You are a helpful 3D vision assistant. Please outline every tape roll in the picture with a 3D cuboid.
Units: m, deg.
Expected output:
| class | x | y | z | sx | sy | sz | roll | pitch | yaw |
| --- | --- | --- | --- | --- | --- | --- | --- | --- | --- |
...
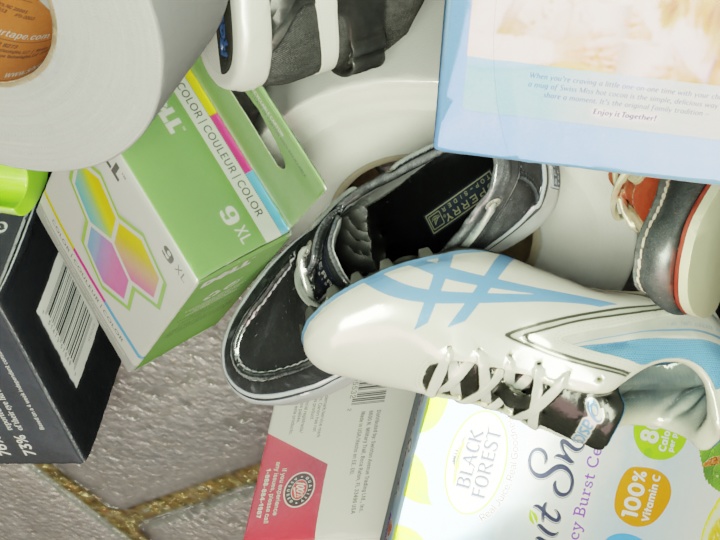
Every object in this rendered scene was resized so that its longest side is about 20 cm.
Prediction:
| class | x | y | z | sx | sy | sz | roll | pitch | yaw |
| --- | --- | --- | --- | --- | --- | --- | --- | --- | --- |
| tape roll | 0.042 | -0.044 | 0.905 | 0.201 | 0.071 | 0.203 | 8 | 138 | 7 |
| tape roll | -0.154 | -0.137 | 0.742 | 0.199 | 0.066 | 0.201 | 19 | 142 | 16 |

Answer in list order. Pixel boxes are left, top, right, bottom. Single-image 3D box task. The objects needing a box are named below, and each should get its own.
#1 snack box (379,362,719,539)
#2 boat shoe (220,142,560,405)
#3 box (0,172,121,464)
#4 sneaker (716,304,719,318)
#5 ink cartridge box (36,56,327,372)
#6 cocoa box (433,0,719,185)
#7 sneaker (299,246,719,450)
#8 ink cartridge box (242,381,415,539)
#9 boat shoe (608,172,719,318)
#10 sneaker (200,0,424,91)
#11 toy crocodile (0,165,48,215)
| class | x | y | z | sx | sy | sz | roll | pitch | yaw |
| --- | --- | --- | --- | --- | --- | --- | --- | --- | --- |
| snack box | 0.119 | 0.103 | 0.876 | 0.199 | 0.068 | 0.170 | 14 | 95 | -1 |
| boat shoe | 0.000 | 0.000 | 0.824 | 0.200 | 0.072 | 0.068 | -33 | 165 | 27 |
| box | -0.255 | 0.029 | 1.035 | 0.199 | 0.105 | 0.148 | -1 | 138 | 16 |
| sneaker | 0.250 | -0.004 | 0.895 | 0.083 | 0.072 | 0.200 | 34 | 135 | -25 |
| ink cartridge box | -0.095 | -0.033 | 0.883 | 0.104 | 0.059 | 0.200 | 58 | 153 | 7 |
| cocoa box | 0.136 | -0.117 | 0.724 | 0.198 | 0.131 | 0.134 | 7 | 116 | 6 |
| sneaker | 0.073 | 0.039 | 0.782 | 0.199 | 0.073 | 0.072 | 6 | 138 | -14 |
| ink cartridge box | 0.050 | 0.110 | 1.017 | 0.199 | 0.145 | 0.085 | -7 | 137 | 22 |
| boat shoe | 0.141 | -0.039 | 0.796 | 0.062 | 0.200 | 0.072 | 13 | 118 | 14 |
| sneaker | -0.015 | -0.182 | 0.776 | 0.111 | 0.073 | 0.201 | -11 | 118 | -28 |
| toy crocodile | -0.168 | -0.108 | 0.892 | 0.067 | 0.062 | 0.200 | 18 | 138 | -6 |
